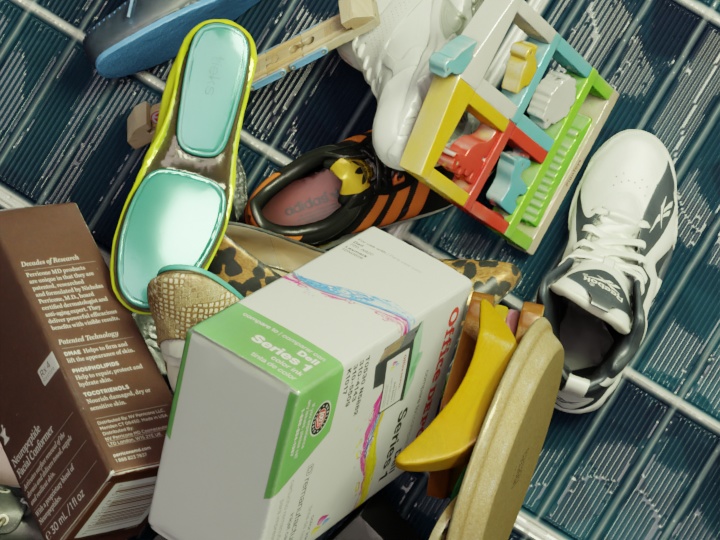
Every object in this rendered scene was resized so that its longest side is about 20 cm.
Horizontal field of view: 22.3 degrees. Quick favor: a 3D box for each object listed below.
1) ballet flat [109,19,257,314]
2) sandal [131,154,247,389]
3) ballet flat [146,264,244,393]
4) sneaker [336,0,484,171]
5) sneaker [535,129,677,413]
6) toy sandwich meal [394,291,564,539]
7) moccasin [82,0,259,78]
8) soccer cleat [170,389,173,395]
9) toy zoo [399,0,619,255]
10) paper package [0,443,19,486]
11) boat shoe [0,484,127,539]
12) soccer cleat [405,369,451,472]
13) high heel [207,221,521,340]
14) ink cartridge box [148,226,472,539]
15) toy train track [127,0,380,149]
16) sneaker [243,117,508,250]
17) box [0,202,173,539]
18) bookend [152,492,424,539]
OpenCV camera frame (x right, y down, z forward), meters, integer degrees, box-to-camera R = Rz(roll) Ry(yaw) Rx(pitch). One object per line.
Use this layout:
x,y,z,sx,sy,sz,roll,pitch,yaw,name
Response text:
-0.112,-0.065,1.187,0.067,0.067,0.200,17,82,-9,ballet flat
-0.116,-0.017,1.248,0.075,0.048,0.201,14,67,-17,sandal
-0.088,0.063,1.164,0.070,0.200,0.065,4,67,19,ballet flat
0.028,-0.137,1.232,0.099,0.078,0.200,-2,42,21,sneaker
0.165,-0.002,1.212,0.079,0.130,0.199,23,89,4,sneaker
0.068,0.105,1.120,0.070,0.205,0.206,19,88,13,toy sandwich meal
-0.112,-0.207,1.279,0.200,0.080,0.068,-33,80,-12,moccasin
-0.180,0.056,1.263,0.200,0.069,0.078,38,79,2,soccer cleat
0.094,-0.099,1.196,0.020,0.200,0.131,27,89,35,toy zoo
-0.298,0.133,1.252,0.191,0.103,0.200,42,90,5,paper package
-0.250,0.164,1.169,0.200,0.057,0.069,13,88,3,boat shoe
-0.002,0.109,1.262,0.200,0.065,0.084,-11,57,8,soccer cleat
0.000,0.000,1.219,0.200,0.143,0.071,-18,43,7,high heel
-0.027,0.078,1.113,0.084,0.200,0.145,28,121,23,ink cartridge box
-0.080,-0.140,1.240,0.200,0.033,0.115,-24,46,19,toy train track
0.013,-0.064,1.246,0.200,0.090,0.070,-24,86,3,sneaker
-0.188,0.065,1.160,0.100,0.075,0.200,-51,58,40,box
-0.051,0.207,1.217,0.200,0.092,0.199,45,101,3,bookend
